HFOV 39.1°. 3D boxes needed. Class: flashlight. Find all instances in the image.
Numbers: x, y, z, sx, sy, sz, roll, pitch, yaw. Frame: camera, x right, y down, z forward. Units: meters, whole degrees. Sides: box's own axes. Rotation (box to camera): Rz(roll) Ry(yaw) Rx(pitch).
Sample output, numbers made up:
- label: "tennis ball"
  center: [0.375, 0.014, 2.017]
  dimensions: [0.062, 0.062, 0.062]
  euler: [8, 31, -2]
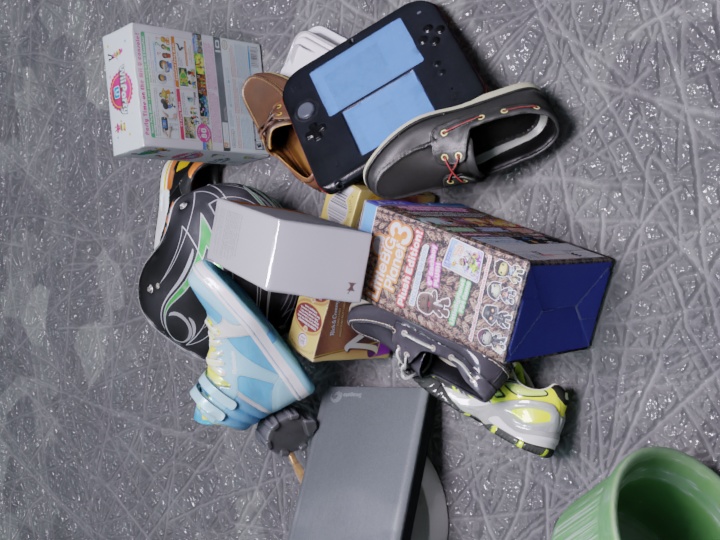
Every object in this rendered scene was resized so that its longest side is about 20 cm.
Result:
- label: "flashlight"
  center: [-0.123, 0.168, 1.223]
  dimensions: [0.068, 0.068, 0.200]
  euler: [-65, 25, 2]

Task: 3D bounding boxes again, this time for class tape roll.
- label: "tape roll"
  center: [0.012, 0.279, 1.180]
  dimensions: [0.203, 0.037, 0.203]
  euler: [1, 91, 41]

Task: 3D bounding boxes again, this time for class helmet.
- label: "helmet"
  center: [-0.153, -0.003, 1.217]
  dimensions: [0.200, 0.200, 0.191]
  euler: [41, 108, 32]

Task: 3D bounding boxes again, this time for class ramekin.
- label: "ramekin"
  center: [0.257, 0.262, 0.866]
  dimensions: [0.098, 0.200, 0.200]
  euler: [-45, 63, 41]

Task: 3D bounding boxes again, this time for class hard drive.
- label: "hard drive"
  center: [0.002, 0.225, 1.111]
  dimensions: [0.139, 0.033, 0.200]
  euler: [-4, 60, 32]

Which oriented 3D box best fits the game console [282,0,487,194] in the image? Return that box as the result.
- label: "game console"
  center: [0.019, -0.190, 1.084]
  dimensions: [0.200, 0.031, 0.177]
  euler: [-30, 50, 10]

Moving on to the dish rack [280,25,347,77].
- label: "dish rack"
  center: [-0.038, -0.186, 1.203]
  dimensions: [0.200, 0.043, 0.172]
  euler: [36, 115, 35]

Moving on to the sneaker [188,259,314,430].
- label: "sneaker"
  center: [-0.153, 0.095, 1.103]
  dimensions: [0.130, 0.200, 0.080]
  euler: [-36, 21, 0]

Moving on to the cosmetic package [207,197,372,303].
- label: "cosmetic package"
  center: [-0.078, -0.024, 1.032]
  dimensions: [0.200, 0.101, 0.071]
  euler: [22, 103, 63]

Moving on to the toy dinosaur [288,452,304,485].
- label: "toy dinosaur"
  center: [-0.026, 0.269, 1.163]
  dimensions: [0.200, 0.060, 0.106]
  euler: [10, 69, 37]

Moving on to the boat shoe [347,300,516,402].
- label: "boat shoe"
  center: [0.061, 0.081, 1.036]
  dimensions: [0.200, 0.073, 0.063]
  euler: [16, 68, 33]

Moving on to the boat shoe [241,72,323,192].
- label: "boat shoe"
  center: [-0.082, -0.165, 1.168]
  dimensions: [0.200, 0.068, 0.072]
  euler: [50, 122, 29]

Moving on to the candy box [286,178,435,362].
- label: "candy box"
  center: [0.000, 0.000, 1.124]
  dimensions: [0.056, 0.117, 0.200]
  euler: [30, 110, 44]

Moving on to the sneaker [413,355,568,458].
- label: "sneaker"
  center: [0.131, 0.120, 1.060]
  dimensions: [0.200, 0.075, 0.077]
  euler: [27, 88, 35]

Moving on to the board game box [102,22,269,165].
- label: "board game box"
  center: [-0.209, -0.212, 1.246]
  dimensions: [0.064, 0.200, 0.148]
  euler: [-9, 85, 41]

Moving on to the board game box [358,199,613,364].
- label: "board game box"
  center: [0.115, 0.005, 0.999]
  dimensions: [0.200, 0.159, 0.097]
  euler: [24, 107, 39]

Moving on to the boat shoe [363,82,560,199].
- label: "boat shoe"
  center: [0.099, -0.121, 1.008]
  dimensions: [0.201, 0.074, 0.063]
  euler: [-23, 40, 3]

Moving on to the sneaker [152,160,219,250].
- label: "sneaker"
  center: [-0.221, -0.056, 1.347]
  dimensions: [0.090, 0.070, 0.201]
  euler: [0, 90, 44]
